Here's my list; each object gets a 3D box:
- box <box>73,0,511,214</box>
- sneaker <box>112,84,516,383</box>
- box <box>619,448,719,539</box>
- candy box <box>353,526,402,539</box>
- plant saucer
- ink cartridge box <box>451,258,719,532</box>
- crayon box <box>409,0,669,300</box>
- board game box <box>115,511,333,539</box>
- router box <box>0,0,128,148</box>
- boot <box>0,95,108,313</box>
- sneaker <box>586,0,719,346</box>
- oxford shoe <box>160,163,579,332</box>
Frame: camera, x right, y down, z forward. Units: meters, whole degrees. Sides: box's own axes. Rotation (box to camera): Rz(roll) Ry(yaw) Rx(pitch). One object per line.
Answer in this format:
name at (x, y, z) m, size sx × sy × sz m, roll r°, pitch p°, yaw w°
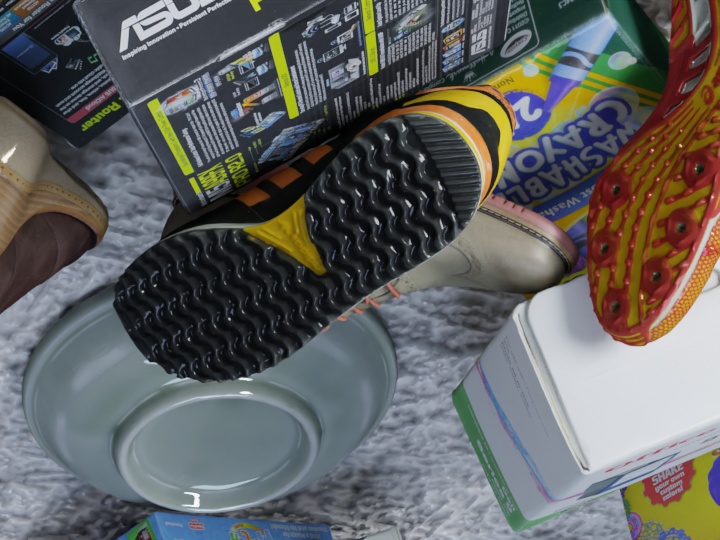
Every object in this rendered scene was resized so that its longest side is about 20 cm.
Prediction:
box at (-0.018, -0.095, 0.831) m, size 0.160 × 0.044 × 0.200 m, roll -29°, pitch 171°, yaw -3°
sneaker at (-0.015, -0.017, 0.914) m, size 0.200 × 0.090 × 0.070 m, roll -29°, pitch 97°, yaw 33°
box at (0.277, 0.119, 1.186) m, size 0.200 × 0.122 × 0.192 m, roll -34°, pitch 133°, yaw 26°
candy box at (-0.027, 0.226, 1.248) m, size 0.136 × 0.061 × 0.200 m, roll -19°, pitch 154°, yaw -3°
plant saucer at (-0.076, 0.077, 1.121) m, size 0.199 × 0.050 × 0.201 m, roll -6°, pitch 140°, yaw -5°
ink cartridge box at (0.135, 0.050, 1.019) m, size 0.145 × 0.088 × 0.200 m, roll -21°, pitch 167°, yaw -11°
crayon box at (0.106, -0.051, 1.007) m, size 0.125 × 0.052 × 0.200 m, roll -29°, pitch 137°, yaw 21°
board game box at (-0.130, 0.202, 1.235) m, size 0.200 × 0.037 × 0.151 m, roll -35°, pitch 153°, yaw 28°
router box at (-0.097, -0.152, 0.837) m, size 0.200 × 0.062 × 0.150 m, roll -33°, pitch 135°, yaw 25°
boot at (-0.187, 0.012, 0.908) m, size 0.167 × 0.072 × 0.200 m, roll -52°, pitch 175°, yaw -7°
sneaker at (0.156, -0.057, 0.914) m, size 0.073 × 0.201 × 0.077 m, roll 14°, pitch 167°, yaw 48°
oxford shoe at (0.000, 0.000, 0.970) m, size 0.199 × 0.075 × 0.070 m, roll 5°, pitch 153°, yaw 25°
